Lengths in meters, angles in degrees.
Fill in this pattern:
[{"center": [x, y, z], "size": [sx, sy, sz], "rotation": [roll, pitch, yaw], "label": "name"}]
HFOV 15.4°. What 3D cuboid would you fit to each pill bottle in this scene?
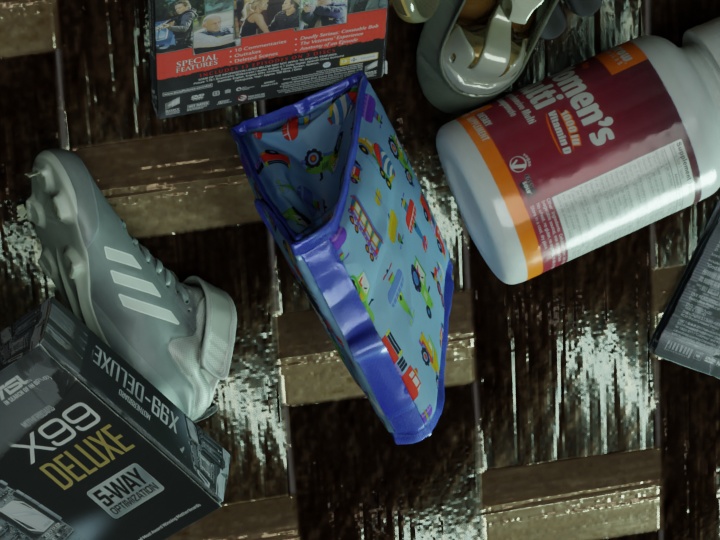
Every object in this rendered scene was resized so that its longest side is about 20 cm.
[{"center": [0.157, -0.078, 1.636], "size": [0.200, 0.110, 0.110], "rotation": [-25, 115, -5], "label": "pill bottle"}]

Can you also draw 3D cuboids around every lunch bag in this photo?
[{"center": [0.000, 0.000, 1.564], "size": [0.094, 0.200, 0.151], "rotation": [-23, 118, 6], "label": "lunch bag"}]

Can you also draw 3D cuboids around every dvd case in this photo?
[{"center": [0.294, -0.012, 1.751], "size": [0.149, 0.016, 0.200], "rotation": [20, 104, -21], "label": "dvd case"}, {"center": [-0.052, -0.169, 1.537], "size": [0.146, 0.022, 0.200], "rotation": [-12, 146, -10], "label": "dvd case"}]

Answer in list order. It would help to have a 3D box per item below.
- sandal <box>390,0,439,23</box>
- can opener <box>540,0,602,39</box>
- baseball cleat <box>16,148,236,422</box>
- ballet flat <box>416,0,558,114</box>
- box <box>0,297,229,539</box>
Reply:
[{"center": [0.062, -0.229, 1.497], "size": [0.054, 0.080, 0.200], "rotation": [26, 109, 19], "label": "sandal"}, {"center": [0.082, -0.231, 1.595], "size": [0.053, 0.067, 0.200], "rotation": [-33, 129, -1], "label": "can opener"}, {"center": [-0.138, 0.006, 1.622], "size": [0.106, 0.070, 0.200], "rotation": [-25, 116, -26], "label": "baseball cleat"}, {"center": [0.082, -0.154, 1.571], "size": [0.067, 0.064, 0.200], "rotation": [14, 132, -14], "label": "ballet flat"}, {"center": [-0.204, 0.123, 1.608], "size": [0.200, 0.050, 0.158], "rotation": [-32, 119, 27], "label": "box"}]
